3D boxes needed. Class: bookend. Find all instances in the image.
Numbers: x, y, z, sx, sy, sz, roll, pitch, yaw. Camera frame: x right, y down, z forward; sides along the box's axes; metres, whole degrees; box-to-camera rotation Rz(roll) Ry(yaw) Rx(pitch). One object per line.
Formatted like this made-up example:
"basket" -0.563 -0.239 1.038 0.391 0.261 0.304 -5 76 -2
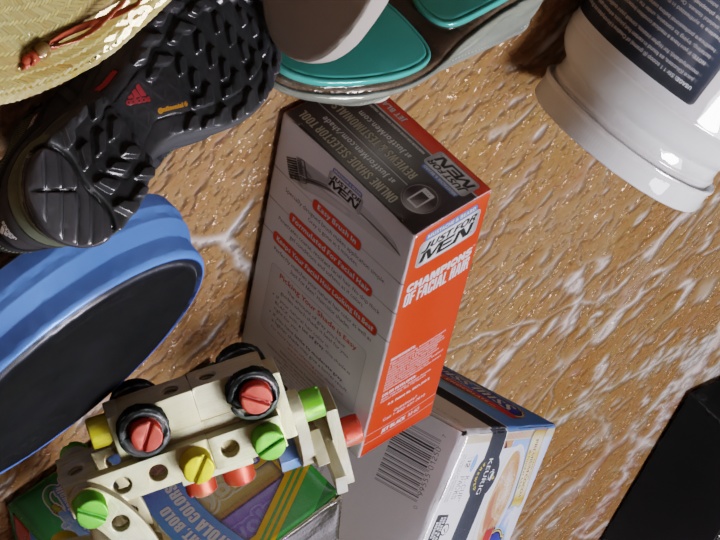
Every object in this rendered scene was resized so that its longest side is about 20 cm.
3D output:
"bookend" 0.343 0.181 2.223 0.199 0.092 0.200 -19 145 -45

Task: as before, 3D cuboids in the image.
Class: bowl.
"bowl" -0.161 0.042 1.248 0.201 0.039 0.201 -39 168 -10

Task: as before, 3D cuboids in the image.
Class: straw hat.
"straw hat" -0.139 -0.160 0.981 0.201 0.085 0.201 -37 159 -16

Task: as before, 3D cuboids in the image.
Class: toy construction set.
"toy construction set" -0.085 0.113 1.364 0.200 0.092 0.131 -25 116 -20

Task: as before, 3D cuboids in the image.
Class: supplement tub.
"supplement tub" 0.211 -0.150 1.467 0.200 0.140 0.140 -53 154 16

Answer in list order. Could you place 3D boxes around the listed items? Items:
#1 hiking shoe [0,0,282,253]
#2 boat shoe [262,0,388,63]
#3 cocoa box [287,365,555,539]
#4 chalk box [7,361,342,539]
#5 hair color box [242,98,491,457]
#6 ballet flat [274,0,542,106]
"hiking shoe" -0.118 -0.076 1.170 0.101 0.076 0.200 -13 -157 43
"boat shoe" 0.025 -0.192 1.181 0.093 0.075 0.200 -10 130 -52
"cocoa box" 0.012 0.161 1.587 0.131 0.133 0.200 4 111 -59
"chalk box" -0.126 0.176 1.463 0.200 0.124 0.124 -33 154 -23
"hair color box" 0.000 0.000 1.403 0.064 0.111 0.200 -31 152 -30
"ballet flat" 0.023 -0.120 1.314 0.200 0.067 0.064 -28 157 -33
